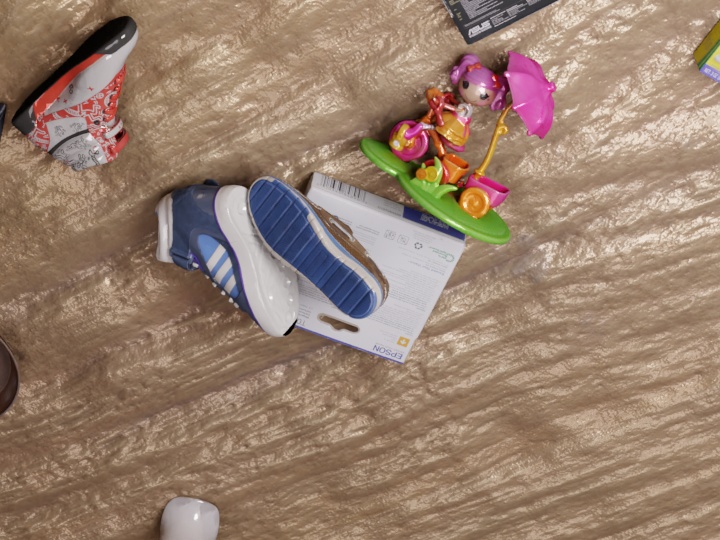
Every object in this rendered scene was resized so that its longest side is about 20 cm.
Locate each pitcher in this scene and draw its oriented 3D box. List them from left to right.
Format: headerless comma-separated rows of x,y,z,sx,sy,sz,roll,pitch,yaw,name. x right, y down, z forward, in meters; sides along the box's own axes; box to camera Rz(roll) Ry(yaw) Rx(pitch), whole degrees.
-0.253,0.440,1.883,0.120,0.201,0.172,10,127,-3,pitcher

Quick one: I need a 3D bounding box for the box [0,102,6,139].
-0.513,-0.133,1.522,0.199,0.149,0.108,16,126,-7,box

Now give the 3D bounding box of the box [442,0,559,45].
0.159,-0.342,1.391,0.199,0.044,0.161,-25,120,20,box

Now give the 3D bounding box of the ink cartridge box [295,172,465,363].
0.000,0.000,1.647,0.195,0.043,0.201,20,126,-8,ink cartridge box

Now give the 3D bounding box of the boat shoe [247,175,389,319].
-0.047,-0.029,1.558,0.200,0.072,0.072,49,118,5,boat shoe

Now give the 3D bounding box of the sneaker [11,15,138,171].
-0.284,-0.189,1.518,0.201,0.067,0.108,-34,118,29,sneaker

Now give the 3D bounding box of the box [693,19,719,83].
0.454,-0.267,1.424,0.117,0.049,0.200,25,122,-14,box

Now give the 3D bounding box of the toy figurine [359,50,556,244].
0.125,-0.160,1.497,0.199,0.150,0.185,35,109,9,toy figurine

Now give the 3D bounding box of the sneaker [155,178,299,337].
-0.166,-0.010,1.619,0.146,0.081,0.201,-4,120,36,sneaker

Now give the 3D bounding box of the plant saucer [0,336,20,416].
-0.534,0.118,1.774,0.199,0.035,0.201,1,126,2,plant saucer
